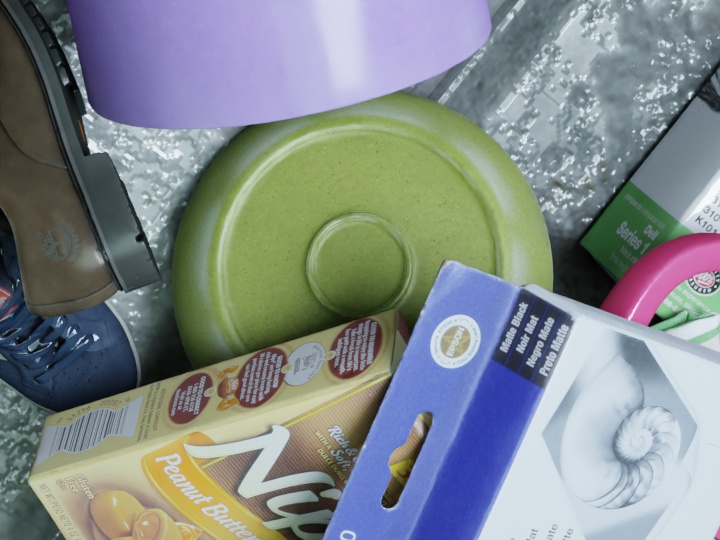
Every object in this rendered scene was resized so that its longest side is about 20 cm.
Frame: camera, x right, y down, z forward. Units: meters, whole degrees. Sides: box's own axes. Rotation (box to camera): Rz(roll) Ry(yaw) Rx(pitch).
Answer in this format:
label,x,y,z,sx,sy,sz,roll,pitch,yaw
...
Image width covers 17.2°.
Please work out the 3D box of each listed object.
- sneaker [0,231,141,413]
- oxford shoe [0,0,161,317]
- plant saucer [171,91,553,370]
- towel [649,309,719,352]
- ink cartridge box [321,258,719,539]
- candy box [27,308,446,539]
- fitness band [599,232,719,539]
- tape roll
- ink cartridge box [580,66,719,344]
label,x,y,z,sx,sy,sz,roll,pitch,yaw
sneaker,-0.186,0.013,1.207,0.075,0.085,0.200,-43,112,3
oxford shoe,-0.171,-0.069,1.145,0.084,0.073,0.201,-24,67,-1
plant saucer,0.000,0.000,1.221,0.198,0.031,0.202,0,79,2
towel,0.139,0.132,1.252,0.152,0.023,0.201,-20,114,-23
ink cartridge box,0.087,0.114,1.144,0.199,0.041,0.201,18,100,-33
candy box,-0.050,0.103,1.181,0.199,0.055,0.116,-17,123,18
fitness band,0.198,0.065,1.229,0.199,0.037,0.144,31,90,-32
tape roll,-0.041,-0.139,1.131,0.198,0.200,0.086,-14,111,-8
ink cartridge box,0.242,-0.042,1.291,0.146,0.084,0.200,35,97,-21
